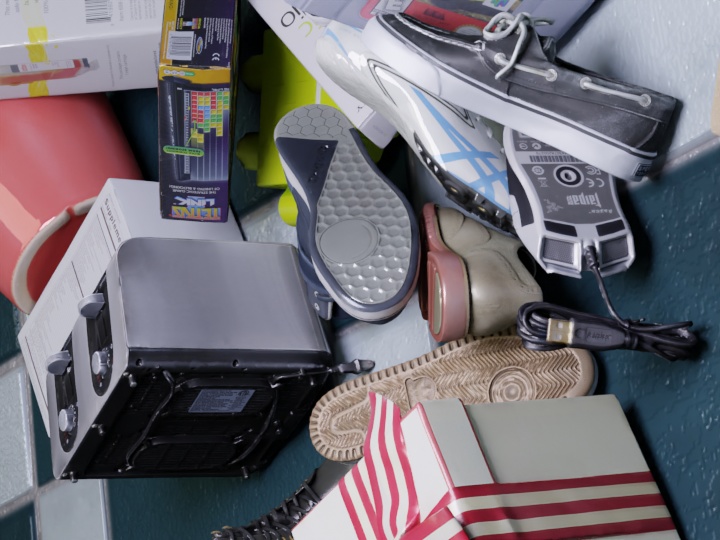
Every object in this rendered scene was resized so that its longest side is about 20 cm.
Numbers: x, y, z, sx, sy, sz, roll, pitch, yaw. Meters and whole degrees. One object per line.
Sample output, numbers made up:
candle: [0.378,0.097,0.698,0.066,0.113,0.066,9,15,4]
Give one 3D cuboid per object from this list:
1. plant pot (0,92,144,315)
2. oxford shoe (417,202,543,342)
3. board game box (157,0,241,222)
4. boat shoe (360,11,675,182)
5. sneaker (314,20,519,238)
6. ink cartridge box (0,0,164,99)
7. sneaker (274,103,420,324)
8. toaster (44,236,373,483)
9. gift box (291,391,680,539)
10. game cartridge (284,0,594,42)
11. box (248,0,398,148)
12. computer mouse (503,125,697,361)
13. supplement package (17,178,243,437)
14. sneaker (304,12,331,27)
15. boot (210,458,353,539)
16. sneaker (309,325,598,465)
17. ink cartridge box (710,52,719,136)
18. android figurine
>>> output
plant pot: [-0.272,-0.066,1.933,0.177,0.200,0.201,52,128,32]
oxford shoe: [0.076,0.002,1.496,0.200,0.073,0.071,-102,11,-71]
board game box: [-0.119,-0.164,1.718,0.166,0.056,0.201,93,179,-50]
boat shoe: [0.099,-0.126,1.415,0.199,0.074,0.068,27,106,12]
sneaker: [0.057,-0.100,1.496,0.200,0.072,0.072,46,175,2]
ink cartridge box: [-0.255,-0.224,1.877,0.084,0.199,0.146,91,173,-60]
sneaker: [0.001,-0.001,1.561,0.203,0.077,0.147,-111,7,-47]
toaster: [-0.125,0.071,1.706,0.181,0.199,0.119,-55,42,48]
gift box: [0.066,0.177,1.389,0.185,0.186,0.200,-53,52,39]
game cartridge: [0.062,-0.195,1.435,0.133,0.199,0.041,-51,38,39]
box: [0.011,-0.196,1.608,0.144,0.036,0.200,-47,46,8]
computer mouse: [0.135,-0.020,1.421,0.044,0.109,0.201,103,162,-47]
supplement package: [-0.181,0.035,1.845,0.200,0.109,0.114,-54,45,38]
sneaker: [-0.028,-0.279,1.583,0.075,0.115,0.201,-9,60,35]
boot: [-0.045,0.173,1.607,0.077,0.138,0.201,36,115,51]
sneaker: [0.076,0.092,1.513,0.199,0.108,0.070,-16,68,22]
ink cartridge box: [0.280,-0.161,1.224,0.165,0.075,0.201,15,98,54]
android figurine: [-0.029,-0.124,1.702,0.200,0.041,0.183,-4,83,57]
